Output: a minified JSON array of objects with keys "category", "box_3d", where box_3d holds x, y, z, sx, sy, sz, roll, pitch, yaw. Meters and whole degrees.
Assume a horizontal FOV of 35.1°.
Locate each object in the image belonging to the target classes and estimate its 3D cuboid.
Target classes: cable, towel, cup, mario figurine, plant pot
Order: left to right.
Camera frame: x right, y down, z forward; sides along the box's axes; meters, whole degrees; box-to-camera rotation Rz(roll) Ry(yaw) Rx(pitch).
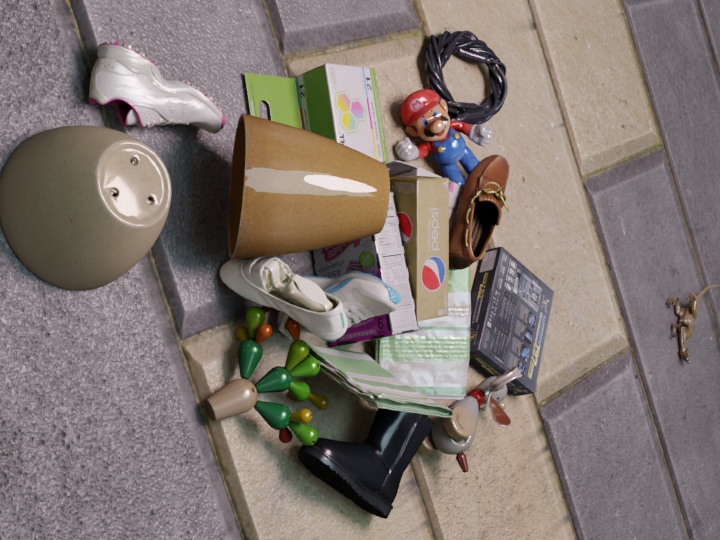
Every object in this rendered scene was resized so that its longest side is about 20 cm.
[{"category":"cup","box_3d":[-0.305,-0.087,1.347,0.199,0.142,0.203,12,72,-41]},{"category":"plant pot","box_3d":[-0.067,-0.104,1.500,0.197,0.186,0.189,3,77,-13]},{"category":"towel","box_3d":[0.015,0.149,1.574,0.152,0.199,0.024,15,98,-41]},{"category":"towel","box_3d":[0.093,0.091,1.706,0.147,0.031,0.203,3,90,-15]},{"category":"mario figurine","box_3d":[0.136,-0.202,1.830,0.200,0.105,0.124,51,53,-26]},{"category":"cable","box_3d":[0.179,-0.331,1.947,0.199,0.051,0.165,-18,88,-42]}]

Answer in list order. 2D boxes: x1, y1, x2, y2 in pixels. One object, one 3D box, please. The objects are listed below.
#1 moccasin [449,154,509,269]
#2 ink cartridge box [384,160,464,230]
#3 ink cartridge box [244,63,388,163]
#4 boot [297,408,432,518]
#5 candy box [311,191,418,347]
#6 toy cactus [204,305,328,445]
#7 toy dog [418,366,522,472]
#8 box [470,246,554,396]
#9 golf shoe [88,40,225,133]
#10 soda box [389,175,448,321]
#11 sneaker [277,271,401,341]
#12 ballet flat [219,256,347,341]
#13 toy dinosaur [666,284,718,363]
[{"category":"moccasin","box_3d":[0.184,-0.093,1.704,0.074,0.077,0.202,49,53,-25]},{"category":"ink cartridge box","box_3d":[0.086,-0.101,1.749,0.199,0.116,0.068,19,68,-39]},{"category":"ink cartridge box","box_3d":[-0.062,-0.221,1.660,0.199,0.075,0.150,-4,83,-46]},{"category":"boot","box_3d":[0.011,0.235,1.611,0.200,0.076,0.169,43,64,-37]},{"category":"candy box","box_3d":[0.000,0.000,1.628,0.061,0.136,0.203,-7,84,-45]},{"category":"toy cactus","box_3d":[-0.132,0.149,1.514,0.164,0.102,0.202,-23,99,-26]},{"category":"toy dog","box_3d":[0.177,0.240,1.761,0.199,0.132,0.097,-28,88,-26]},{"category":"box","box_3d":[0.247,0.086,1.908,0.157,0.051,0.202,36,57,-33]},{"category":"golf shoe","box_3d":[-0.266,-0.216,1.476,0.199,0.075,0.092,28,77,-34]},{"category":"soda box","box_3d":[0.083,-0.033,1.631,0.067,0.064,0.203,-7,101,-41]},{"category":"sneaker","box_3d":[-0.029,0.053,1.545,0.076,0.198,0.081,41,56,-38]},{"category":"ballet flat","box_3d":[-0.099,0.020,1.495,0.070,0.199,0.070,-49,157,-29]},{"category":"toy dinosaur","box_3d":[0.670,0.088,2.329,0.101,0.058,0.201,50,57,-43]}]
